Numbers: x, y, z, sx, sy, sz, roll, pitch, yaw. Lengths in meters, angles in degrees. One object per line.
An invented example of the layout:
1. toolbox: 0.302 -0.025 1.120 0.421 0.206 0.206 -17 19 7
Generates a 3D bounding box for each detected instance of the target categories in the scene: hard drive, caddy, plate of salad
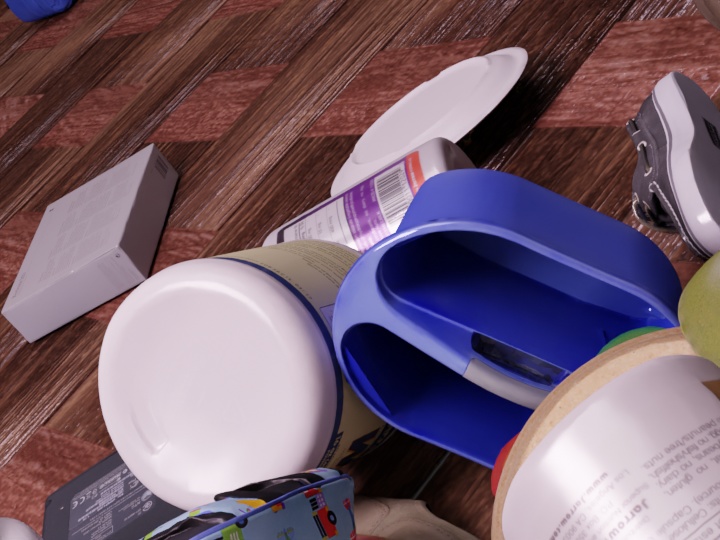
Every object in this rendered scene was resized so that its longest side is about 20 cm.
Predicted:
1. hard drive: -0.165 0.192 1.005 0.139 0.033 0.200 -34 27 9
2. caddy: 0.084 0.037 0.771 0.105 0.200 0.142 -73 7 -58
3. plate of salad: 0.061 -0.115 1.196 0.200 0.048 0.200 -35 17 12

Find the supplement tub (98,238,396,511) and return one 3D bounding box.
1. supplement tub: -0.048 0.057 0.869 0.145 0.145 0.200 -25 -4 24

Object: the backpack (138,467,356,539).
1. backpack: -0.069 0.189 0.683 0.200 0.135 0.183 -43 -18 25

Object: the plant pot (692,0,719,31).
1. plant pot: 0.301 -0.169 0.859 0.200 0.200 0.174 -25 46 24

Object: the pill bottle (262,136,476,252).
1. pill bottle: 0.000 0.000 1.016 0.200 0.111 0.111 -29 28 18

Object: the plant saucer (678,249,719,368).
1. plant saucer: 0.248 0.015 0.659 0.200 0.031 0.200 -1 26 0

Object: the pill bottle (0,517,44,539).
1. pill bottle: -0.204 0.214 0.831 0.112 0.200 0.112 -30 27 17

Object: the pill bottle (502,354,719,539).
1. pill bottle: 0.154 0.136 0.538 0.114 0.114 0.200 -39 56 -2

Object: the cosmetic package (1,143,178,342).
1. cosmetic package: -0.272 -0.031 1.470 0.151 0.052 0.200 -25 29 20

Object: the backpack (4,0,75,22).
1. backpack: -0.533 -0.537 2.472 0.168 0.163 0.200 -9 38 39

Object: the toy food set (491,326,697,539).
1. toy food set: 0.151 0.112 0.657 0.198 0.049 0.200 -8 59 23

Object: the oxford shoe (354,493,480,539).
1. oxford shoe: 0.005 0.162 0.831 0.075 0.071 0.200 -16 13 -25

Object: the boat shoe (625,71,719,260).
1. boat shoe: 0.201 -0.057 0.916 0.066 0.070 0.200 -45 24 27
